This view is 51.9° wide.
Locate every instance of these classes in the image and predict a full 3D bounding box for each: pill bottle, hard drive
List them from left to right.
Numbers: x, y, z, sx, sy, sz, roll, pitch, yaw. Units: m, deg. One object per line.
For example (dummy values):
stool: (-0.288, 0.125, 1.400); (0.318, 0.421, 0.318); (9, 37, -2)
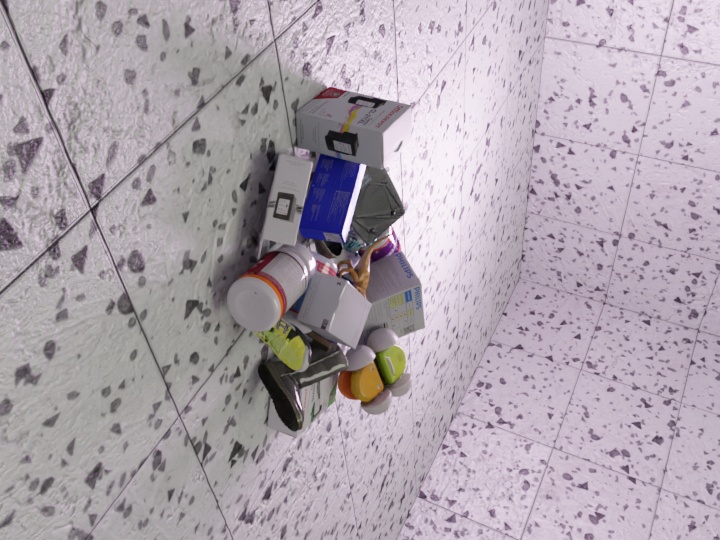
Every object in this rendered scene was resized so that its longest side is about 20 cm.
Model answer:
pill bottle: (-0.166, 0.025, 1.432); (0.200, 0.108, 0.111); (-52, 151, -58)
pill bottle: (-0.132, 0.064, 1.595); (0.202, 0.108, 0.109); (-69, 158, -11)
hard drive: (0.011, -0.167, 1.652); (0.135, 0.042, 0.201); (-40, 128, -9)
pill bottle: (0.043, -0.070, 1.922); (0.113, 0.111, 0.200); (-67, 157, -16)

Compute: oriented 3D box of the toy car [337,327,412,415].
toy car: (0.024, 0.253, 1.863); (0.199, 0.149, 0.177); (-33, 107, -38)

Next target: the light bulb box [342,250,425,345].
light bulb box: (0.051, 0.085, 1.906); (0.198, 0.125, 0.199); (-21, 141, -9)

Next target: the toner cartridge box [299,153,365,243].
toner cartridge box: (-0.055, -0.157, 1.509); (0.043, 0.094, 0.202); (72, 30, -63)

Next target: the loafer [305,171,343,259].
loafer: (-0.073, -0.115, 1.593); (0.075, 0.069, 0.202); (-28, 116, -23)

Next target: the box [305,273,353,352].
box: (-0.079, 0.078, 1.721); (0.201, 0.120, 0.032); (-58, 178, -35)

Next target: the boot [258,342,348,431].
boot: (-0.109, 0.246, 1.653); (0.199, 0.183, 0.073); (-12, 157, -42)

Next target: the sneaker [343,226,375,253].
sneaker: (-0.027, -0.082, 1.718); (0.199, 0.077, 0.087); (-18, 83, -49)

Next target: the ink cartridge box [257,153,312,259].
ink cartridge box: (-0.146, -0.119, 1.426); (0.116, 0.066, 0.203); (-121, -136, -78)

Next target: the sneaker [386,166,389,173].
sneaker: (0.048, -0.212, 1.776); (0.200, 0.075, 0.093); (62, 43, -68)

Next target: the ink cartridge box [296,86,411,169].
ink cartridge box: (-0.010, -0.294, 1.510); (0.146, 0.198, 0.084); (-50, 149, -45)

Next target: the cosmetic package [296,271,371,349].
cosmetic package: (-0.051, 0.086, 1.555); (0.114, 0.080, 0.200); (-68, 158, -12)

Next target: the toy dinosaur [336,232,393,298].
toy dinosaur: (0.000, 0.000, 1.724); (0.060, 0.105, 0.203); (-165, -94, -76)

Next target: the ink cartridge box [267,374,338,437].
ink cartridge box: (-0.133, 0.288, 1.787); (0.200, 0.083, 0.148); (-35, 137, -59)

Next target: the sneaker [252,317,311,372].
sneaker: (-0.172, 0.127, 1.459); (0.076, 0.200, 0.076); (-1, 130, -51)
